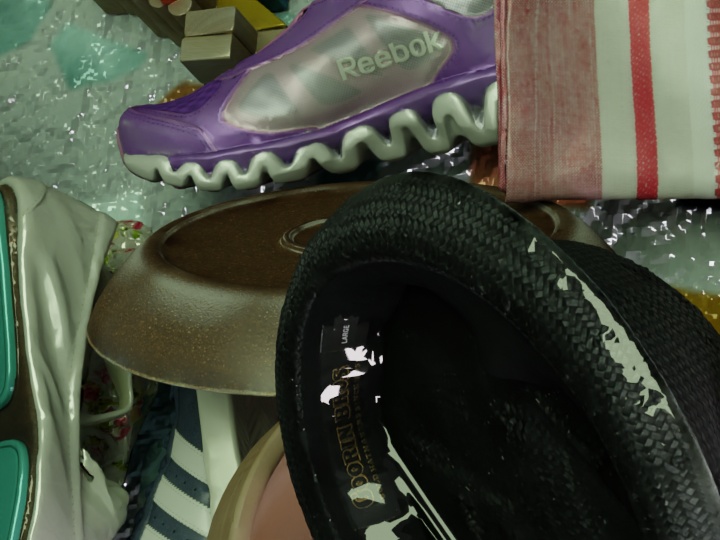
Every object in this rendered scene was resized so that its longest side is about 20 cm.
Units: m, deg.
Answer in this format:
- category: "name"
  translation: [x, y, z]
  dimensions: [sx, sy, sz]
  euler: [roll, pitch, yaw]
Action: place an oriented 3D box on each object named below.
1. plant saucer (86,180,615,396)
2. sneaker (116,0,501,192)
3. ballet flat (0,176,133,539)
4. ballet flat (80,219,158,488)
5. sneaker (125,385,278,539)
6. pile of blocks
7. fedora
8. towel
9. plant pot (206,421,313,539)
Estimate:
- category: "plant saucer"
  translation: [0.000, 0.000, 0.931]
  dimensions: [0.200, 0.200, 0.032]
  euler: [3, 106, 24]
- category: "sneaker"
  translation: [-0.002, -0.084, 1.008]
  dimensions: [0.200, 0.080, 0.089]
  euler: [-12, 98, 13]
- category: "ballet flat"
  translation: [-0.115, 0.063, 0.962]
  dimensions: [0.069, 0.069, 0.200]
  euler: [-5, 75, 21]
- category: "ballet flat"
  translation: [-0.124, 0.065, 1.015]
  dimensions: [0.076, 0.064, 0.200]
  euler: [-9, 63, 42]
- category: "sneaker"
  translation: [-0.064, 0.100, 0.977]
  dimensions: [0.084, 0.075, 0.200]
  euler: [-20, 58, 21]
- category: "pile of blocks"
  translation: [-0.088, -0.143, 1.094]
  dimensions: [0.200, 0.062, 0.082]
  euler: [35, 85, 30]
- category: "fedora"
  translation: [0.064, 0.058, 0.777]
  dimensions: [0.092, 0.201, 0.201]
  euler: [-21, 50, -37]
- category: "towel"
  translation: [0.149, -0.098, 0.949]
  dimensions: [0.200, 0.023, 0.144]
  euler: [-1, 81, 1]
- category: "plant pot"
  translation: [0.024, 0.138, 0.887]
  dimensions: [0.093, 0.201, 0.201]
  euler: [-41, 49, 50]
